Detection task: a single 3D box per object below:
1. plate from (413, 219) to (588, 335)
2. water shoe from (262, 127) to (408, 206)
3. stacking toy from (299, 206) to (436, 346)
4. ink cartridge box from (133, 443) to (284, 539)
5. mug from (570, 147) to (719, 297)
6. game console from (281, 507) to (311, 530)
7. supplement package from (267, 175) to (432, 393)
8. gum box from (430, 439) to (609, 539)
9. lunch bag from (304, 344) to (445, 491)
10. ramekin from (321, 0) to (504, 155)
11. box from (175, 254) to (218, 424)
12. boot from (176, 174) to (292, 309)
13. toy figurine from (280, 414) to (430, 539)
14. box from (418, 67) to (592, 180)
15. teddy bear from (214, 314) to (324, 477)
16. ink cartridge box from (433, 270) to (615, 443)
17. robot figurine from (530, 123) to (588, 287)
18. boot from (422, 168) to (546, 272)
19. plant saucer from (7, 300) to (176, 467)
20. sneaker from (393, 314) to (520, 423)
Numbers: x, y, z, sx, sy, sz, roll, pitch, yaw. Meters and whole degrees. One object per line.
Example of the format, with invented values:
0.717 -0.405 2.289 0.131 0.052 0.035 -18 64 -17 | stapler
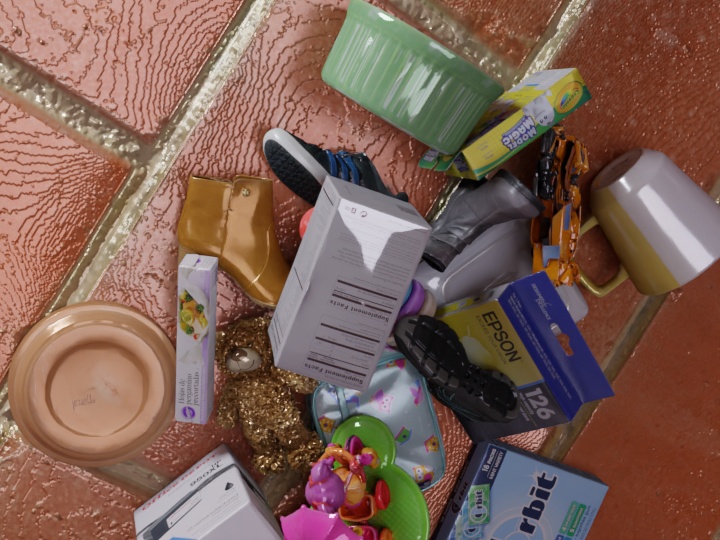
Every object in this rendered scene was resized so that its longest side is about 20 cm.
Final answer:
0.185 0.034 1.335 0.200 0.032 0.200 -35 109 -8 | plate
-0.030 -0.114 1.231 0.200 0.071 0.079 40 63 -21 | water shoe
0.000 0.000 1.236 0.085 0.085 0.200 -47 113 -3 | stacking toy
-0.178 0.301 1.189 0.144 0.200 0.084 -36 106 -7 | ink cartridge box
0.362 -0.061 1.314 0.187 0.149 0.153 -44 102 -13 | mug
-0.012 0.398 1.288 0.171 0.118 0.200 -35 118 -8 | game console
-0.016 0.014 1.139 0.109 0.114 0.200 18 104 -14 | supplement package
0.216 0.334 1.398 0.200 0.045 0.170 23 94 -19 | gum box
0.015 0.202 1.292 0.160 0.077 0.201 -17 106 -13 | lunch bag
0.053 -0.214 1.161 0.200 0.200 0.098 27 100 -20 | ramekin
-0.190 0.081 1.190 0.039 0.041 0.201 7 113 4 | box
-0.113 -0.035 1.206 0.201 0.071 0.144 11 102 -13 | boot
-0.019 0.259 1.132 0.150 0.184 0.201 -6 80 18 | toy figurine
0.169 -0.170 1.243 0.200 0.117 0.048 -34 106 -7 | box
-0.115 0.156 1.227 0.067 0.145 0.201 -30 121 -54 | teddy bear
0.182 0.116 1.282 0.200 0.047 0.198 -20 112 35 | ink cartridge box
0.246 -0.081 1.268 0.058 0.145 0.201 4 93 19 | robot figurine
0.132 -0.049 1.213 0.070 0.200 0.132 44 83 -11 | boot
-0.309 0.136 1.204 0.200 0.032 0.201 -3 102 -16 | plant saucer
0.103 0.129 1.239 0.200 0.079 0.076 41 52 -23 | sneaker
